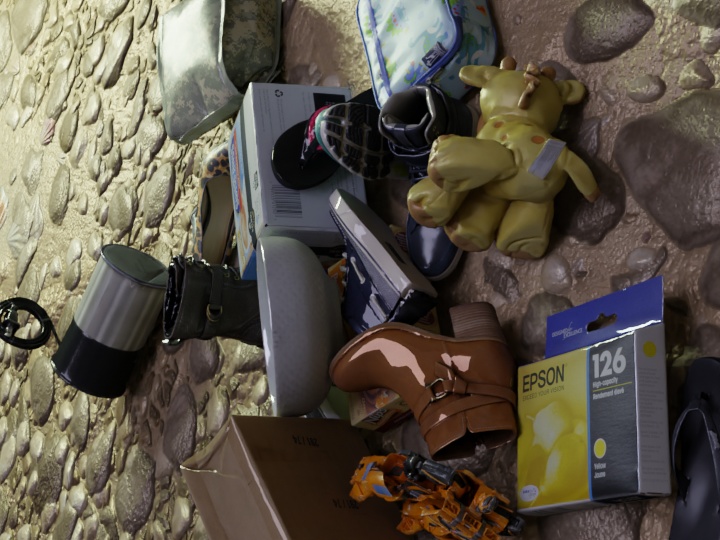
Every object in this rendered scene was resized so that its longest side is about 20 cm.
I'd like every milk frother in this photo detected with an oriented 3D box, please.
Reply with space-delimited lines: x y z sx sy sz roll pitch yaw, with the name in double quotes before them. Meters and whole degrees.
"milk frother" -0.395 0.048 2.119 0.189 0.199 0.181 -63 35 16

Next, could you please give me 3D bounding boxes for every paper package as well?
"paper package" -0.063 0.255 1.594 0.103 0.199 0.192 -45 59 29

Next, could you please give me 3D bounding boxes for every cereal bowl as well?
"cereal bowl" -0.064 0.060 1.647 0.200 0.082 0.202 174 90 -84

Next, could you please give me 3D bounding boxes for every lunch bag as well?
"lunch bag" 0.071 -0.275 1.720 0.161 0.082 0.202 -41 47 39
"lunch bag" -0.193 -0.279 2.032 0.163 0.117 0.202 -26 54 44

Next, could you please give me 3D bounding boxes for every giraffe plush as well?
"giraffe plush" 0.151 -0.133 1.526 0.200 0.172 0.163 -39 33 43

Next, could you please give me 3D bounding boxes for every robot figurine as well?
"robot figurine" 0.076 0.233 1.501 0.059 0.145 0.200 -60 22 -17

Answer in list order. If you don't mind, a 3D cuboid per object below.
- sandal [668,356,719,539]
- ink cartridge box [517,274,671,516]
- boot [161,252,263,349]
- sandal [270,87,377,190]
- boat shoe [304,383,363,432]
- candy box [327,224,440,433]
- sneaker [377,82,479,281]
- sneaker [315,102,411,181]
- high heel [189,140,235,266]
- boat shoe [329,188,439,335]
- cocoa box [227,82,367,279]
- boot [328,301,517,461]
"sandal" 0.301 0.174 1.307 0.076 0.043 0.202 -5 75 51
"ink cartridge box" 0.214 0.120 1.408 0.197 0.047 0.202 -28 60 60
"boot" -0.156 0.006 1.843 0.069 0.173 0.202 5 83 52
"sandal" -0.026 -0.163 1.727 0.075 0.199 0.045 48 151 11
"boat shoe" -0.060 0.128 1.765 0.064 0.070 0.201 -51 45 27
"candy box" 0.030 0.065 1.680 0.115 0.055 0.202 -33 53 38
"sneaker" 0.066 -0.099 1.608 0.076 0.146 0.205 3 81 25
"sneaker" 0.005 -0.135 1.659 0.079 0.199 0.078 8 85 32
"high heel" -0.180 -0.070 1.976 0.201 0.071 0.144 120 150 -46
"boat shoe" 0.000 0.000 1.635 0.093 0.074 0.200 -50 46 16
"cocoa box" -0.077 -0.103 1.786 0.131 0.132 0.202 123 145 -56
"boot" 0.065 0.130 1.530 0.198 0.077 0.156 -16 54 11
